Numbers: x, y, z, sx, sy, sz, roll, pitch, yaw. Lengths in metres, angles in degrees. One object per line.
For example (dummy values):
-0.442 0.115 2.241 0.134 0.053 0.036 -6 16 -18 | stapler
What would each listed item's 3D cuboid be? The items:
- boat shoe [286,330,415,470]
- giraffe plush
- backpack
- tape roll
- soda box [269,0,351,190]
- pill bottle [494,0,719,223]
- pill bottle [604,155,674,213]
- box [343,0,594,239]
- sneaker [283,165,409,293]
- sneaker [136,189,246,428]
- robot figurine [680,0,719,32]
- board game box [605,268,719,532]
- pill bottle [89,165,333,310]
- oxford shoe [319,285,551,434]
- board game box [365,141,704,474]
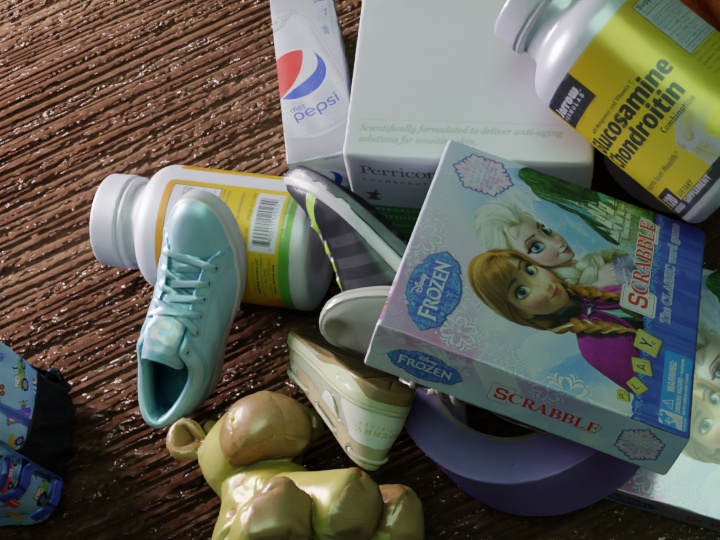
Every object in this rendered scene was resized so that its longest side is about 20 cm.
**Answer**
-0.017 0.094 0.844 0.073 0.200 0.064 15 94 -24 | boat shoe
-0.066 0.167 0.838 0.200 0.172 0.163 -39 48 28 | giraffe plush
-0.341 0.121 0.858 0.181 0.200 0.135 -6 64 6 | backpack
0.130 0.081 0.836 0.199 0.085 0.201 -13 57 21 | tape roll
-0.040 -0.164 1.002 0.063 0.068 0.201 -10 59 4 | soda box
0.194 -0.135 0.756 0.200 0.112 0.112 41 77 10 | pill bottle
0.297 -0.152 0.926 0.114 0.114 0.200 30 74 21 | pill bottle
0.100 -0.137 0.918 0.197 0.172 0.201 3 65 9 | box
0.000 0.000 0.830 0.200 0.072 0.083 42 98 19 | sneaker
-0.139 0.039 0.867 0.073 0.201 0.082 11 23 10 | sneaker
0.253 -0.223 0.815 0.199 0.117 0.144 34 54 -6 | robot figurine
0.294 0.104 0.848 0.198 0.041 0.201 13 68 16 | board game box
-0.127 -0.032 0.942 0.199 0.111 0.112 8 67 13 | pill bottle
0.062 0.063 0.755 0.199 0.075 0.058 17 48 12 | oxford shoe
0.125 0.015 0.726 0.198 0.041 0.201 19 44 3 | board game box
